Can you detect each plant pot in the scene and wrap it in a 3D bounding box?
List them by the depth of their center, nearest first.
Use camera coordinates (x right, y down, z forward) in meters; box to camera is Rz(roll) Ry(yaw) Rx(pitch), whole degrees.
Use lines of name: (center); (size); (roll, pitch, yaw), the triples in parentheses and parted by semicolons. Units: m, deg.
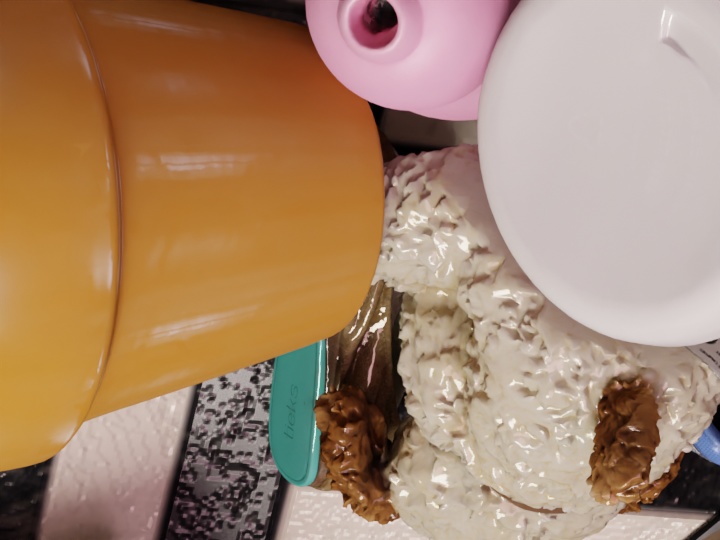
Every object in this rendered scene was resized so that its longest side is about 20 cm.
plant pot: (-0.098, -0.029, 1.103); (0.182, 0.200, 0.201); (-5, 117, -29)

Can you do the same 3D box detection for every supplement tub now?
supplement tub: (0.154, -0.052, 1.051); (0.199, 0.144, 0.145); (-7, 122, -49)

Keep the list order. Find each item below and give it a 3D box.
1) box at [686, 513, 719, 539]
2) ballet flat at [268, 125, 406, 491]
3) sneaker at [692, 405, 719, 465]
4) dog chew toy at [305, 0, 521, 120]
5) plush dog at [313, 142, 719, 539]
box: (0.225, 0.153, 1.370); (0.200, 0.060, 0.117); (-39, 121, 3)
ballet flat: (0.000, 0.000, 1.221); (0.072, 0.068, 0.201); (-16, 119, -30)
sneaker: (0.173, -0.005, 1.261); (0.077, 0.085, 0.201); (-2, 115, -18)
dog chew toy: (0.040, -0.113, 1.097); (0.124, 0.200, 0.125); (7, 108, 21)
plush dog: (0.077, 0.058, 1.170); (0.199, 0.161, 0.172); (6, 145, -16)
